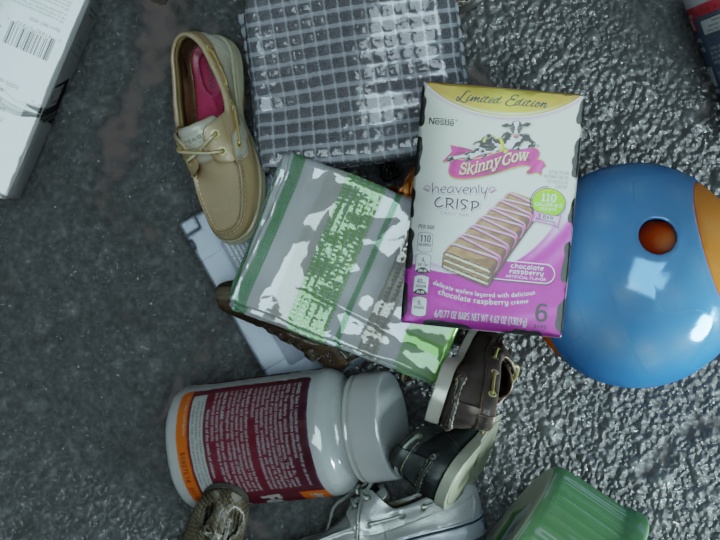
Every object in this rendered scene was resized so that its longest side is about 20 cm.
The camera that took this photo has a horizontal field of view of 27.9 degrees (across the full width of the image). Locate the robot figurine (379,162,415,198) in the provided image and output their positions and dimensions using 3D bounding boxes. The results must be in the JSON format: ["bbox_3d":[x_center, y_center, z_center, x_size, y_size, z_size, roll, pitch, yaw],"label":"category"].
[{"bbox_3d":[0.080,-0.074,1.354,0.144,0.058,0.201,6,93,-4],"label":"robot figurine"}]

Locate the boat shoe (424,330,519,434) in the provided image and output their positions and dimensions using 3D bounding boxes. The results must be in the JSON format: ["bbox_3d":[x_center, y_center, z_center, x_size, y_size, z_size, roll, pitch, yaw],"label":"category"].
[{"bbox_3d":[0.108,0.097,1.293,0.059,0.200,0.072,18,104,11],"label":"boat shoe"}]

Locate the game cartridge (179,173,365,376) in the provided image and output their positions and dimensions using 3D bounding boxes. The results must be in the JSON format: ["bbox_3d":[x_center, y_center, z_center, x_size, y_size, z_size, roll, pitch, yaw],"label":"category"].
[{"bbox_3d":[-0.064,0.010,1.362,0.133,0.042,0.201,-30,94,-6],"label":"game cartridge"}]

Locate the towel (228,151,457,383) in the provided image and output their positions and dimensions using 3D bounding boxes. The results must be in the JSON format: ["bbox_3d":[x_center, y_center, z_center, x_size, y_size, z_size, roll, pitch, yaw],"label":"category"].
[{"bbox_3d":[0.000,0.000,1.253,0.199,0.031,0.150,22,101,-3],"label":"towel"}]

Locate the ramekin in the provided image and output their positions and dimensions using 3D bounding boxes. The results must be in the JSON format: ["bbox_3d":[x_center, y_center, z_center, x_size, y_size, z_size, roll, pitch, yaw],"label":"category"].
[{"bbox_3d":[0.162,0.274,1.310,0.098,0.200,0.200,38,90,3],"label":"ramekin"}]

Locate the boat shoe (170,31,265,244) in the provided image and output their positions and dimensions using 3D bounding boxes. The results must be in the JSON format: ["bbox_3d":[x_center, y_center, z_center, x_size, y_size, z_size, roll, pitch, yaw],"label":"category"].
[{"bbox_3d":[-0.138,-0.122,1.309,0.073,0.069,0.201,-19,74,27],"label":"boat shoe"}]

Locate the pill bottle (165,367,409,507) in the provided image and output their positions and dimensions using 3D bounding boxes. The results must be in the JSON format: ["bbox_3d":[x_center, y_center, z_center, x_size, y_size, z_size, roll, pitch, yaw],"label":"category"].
[{"bbox_3d":[-0.063,0.149,1.301,0.199,0.114,0.115,-8,93,18],"label":"pill bottle"}]

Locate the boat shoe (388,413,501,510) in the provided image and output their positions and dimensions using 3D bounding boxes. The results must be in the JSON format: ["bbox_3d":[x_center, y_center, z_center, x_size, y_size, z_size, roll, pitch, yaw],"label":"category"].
[{"bbox_3d":[0.081,0.157,1.302,0.067,0.200,0.072,22,101,16],"label":"boat shoe"}]

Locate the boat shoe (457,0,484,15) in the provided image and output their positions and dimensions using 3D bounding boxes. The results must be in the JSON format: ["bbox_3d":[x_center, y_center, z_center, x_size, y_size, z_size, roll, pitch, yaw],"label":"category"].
[{"bbox_3d":[0.042,-0.261,1.343,0.199,0.057,0.067,-12,93,-2],"label":"boat shoe"}]

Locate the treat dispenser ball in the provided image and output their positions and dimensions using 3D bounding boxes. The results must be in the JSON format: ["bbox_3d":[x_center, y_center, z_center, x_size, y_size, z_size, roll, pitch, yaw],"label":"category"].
[{"bbox_3d":[0.246,0.004,1.295,0.200,0.201,0.202,0,93,-3],"label":"treat dispenser ball"}]

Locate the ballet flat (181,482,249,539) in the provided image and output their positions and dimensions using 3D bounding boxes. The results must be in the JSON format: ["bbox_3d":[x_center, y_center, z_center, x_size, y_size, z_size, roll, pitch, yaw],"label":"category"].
[{"bbox_3d":[-0.140,0.269,1.313,0.067,0.046,0.200,16,131,-6],"label":"ballet flat"}]

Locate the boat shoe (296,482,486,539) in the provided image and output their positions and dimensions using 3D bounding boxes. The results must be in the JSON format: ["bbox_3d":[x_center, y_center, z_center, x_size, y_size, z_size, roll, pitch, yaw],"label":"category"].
[{"bbox_3d":[0.015,0.227,1.357,0.201,0.075,0.087,-12,94,-5],"label":"boat shoe"}]

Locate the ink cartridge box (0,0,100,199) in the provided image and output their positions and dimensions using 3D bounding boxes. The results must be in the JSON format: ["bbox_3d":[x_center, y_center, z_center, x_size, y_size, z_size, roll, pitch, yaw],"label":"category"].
[{"bbox_3d":[-0.343,-0.182,1.312,0.144,0.084,0.201,23,90,-3],"label":"ink cartridge box"}]

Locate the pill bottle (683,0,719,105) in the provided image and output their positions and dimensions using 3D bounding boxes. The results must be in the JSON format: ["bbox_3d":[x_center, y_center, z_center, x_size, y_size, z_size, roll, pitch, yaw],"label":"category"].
[{"bbox_3d":[0.386,-0.181,1.335,0.119,0.120,0.201,-21,93,-2],"label":"pill bottle"}]

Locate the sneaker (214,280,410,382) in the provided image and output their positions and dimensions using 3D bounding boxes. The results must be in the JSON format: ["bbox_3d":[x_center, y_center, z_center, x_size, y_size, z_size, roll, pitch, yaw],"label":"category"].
[{"bbox_3d":[-0.037,0.056,1.314,0.199,0.070,0.076,8,95,-3],"label":"sneaker"}]

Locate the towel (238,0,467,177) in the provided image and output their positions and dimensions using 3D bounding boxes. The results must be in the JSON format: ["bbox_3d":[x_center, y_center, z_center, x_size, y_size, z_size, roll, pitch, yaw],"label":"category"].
[{"bbox_3d":[-0.006,-0.172,1.276,0.199,0.086,0.167,-7,98,8],"label":"towel"}]

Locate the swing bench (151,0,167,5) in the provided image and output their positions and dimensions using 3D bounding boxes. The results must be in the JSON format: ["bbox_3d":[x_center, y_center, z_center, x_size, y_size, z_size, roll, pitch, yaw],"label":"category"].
[{"bbox_3d":[-0.203,-0.372,1.293,0.200,0.130,0.199,33,90,-10],"label":"swing bench"}]

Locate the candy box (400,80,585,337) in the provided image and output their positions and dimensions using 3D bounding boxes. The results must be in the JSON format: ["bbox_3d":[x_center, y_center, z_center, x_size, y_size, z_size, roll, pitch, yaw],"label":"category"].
[{"bbox_3d":[0.110,-0.051,1.202,0.136,0.061,0.201,5,92,5],"label":"candy box"}]
